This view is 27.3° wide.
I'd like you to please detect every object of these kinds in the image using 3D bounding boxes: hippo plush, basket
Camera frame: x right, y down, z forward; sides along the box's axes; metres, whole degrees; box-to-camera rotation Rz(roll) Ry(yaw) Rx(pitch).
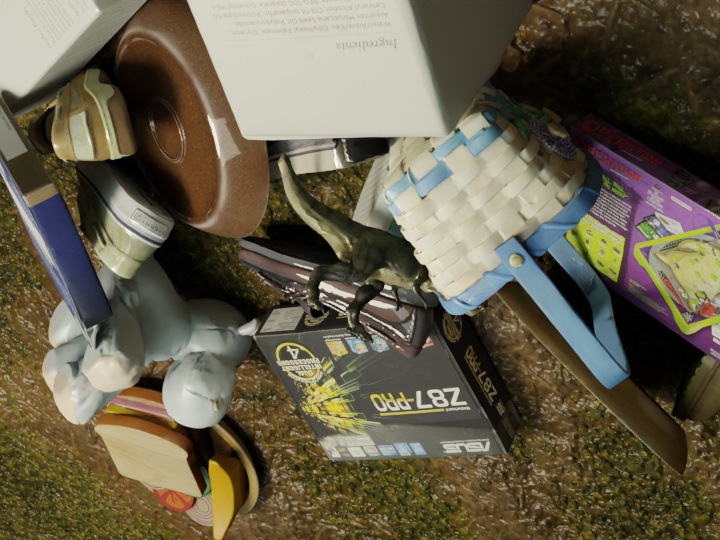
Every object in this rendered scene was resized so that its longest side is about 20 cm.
[{"bbox_3d":[-0.188,0.064,1.366,0.160,0.202,0.159,26,150,-29],"label":"hippo plush"},{"bbox_3d":[0.110,-0.024,1.006,0.139,0.177,0.201,-35,105,13],"label":"basket"}]

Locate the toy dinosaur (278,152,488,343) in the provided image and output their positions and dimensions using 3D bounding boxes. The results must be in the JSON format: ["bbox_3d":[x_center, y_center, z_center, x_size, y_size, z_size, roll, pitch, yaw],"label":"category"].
[{"bbox_3d":[0.000,0.000,1.119,0.199,0.089,0.047,31,172,-22],"label":"toy dinosaur"}]

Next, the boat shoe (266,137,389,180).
[{"bbox_3d":[-0.059,-0.121,1.161,0.199,0.074,0.094,-5,100,47],"label":"boat shoe"}]

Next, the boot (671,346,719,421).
[{"bbox_3d":[0.348,0.092,1.098,0.199,0.066,0.176,26,139,6],"label":"boot"}]

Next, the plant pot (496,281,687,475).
[{"bbox_3d":[0.181,0.075,1.129,0.027,0.200,0.200,-45,102,6],"label":"plant pot"}]

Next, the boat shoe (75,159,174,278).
[{"bbox_3d":[-0.210,-0.052,1.240,0.072,0.062,0.200,35,-177,-25],"label":"boat shoe"}]

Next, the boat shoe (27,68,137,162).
[{"bbox_3d":[-0.229,-0.120,1.185,0.200,0.075,0.072,-156,49,-75],"label":"boat shoe"}]

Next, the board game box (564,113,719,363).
[{"bbox_3d":[0.223,-0.014,1.047,0.200,0.032,0.121,38,148,31],"label":"board game box"}]

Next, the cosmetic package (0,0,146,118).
[{"bbox_3d":[-0.253,-0.207,1.174,0.199,0.074,0.102,-30,93,48],"label":"cosmetic package"}]

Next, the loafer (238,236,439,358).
[{"bbox_3d":[-0.026,0.020,1.236,0.199,0.072,0.064,16,99,32],"label":"loafer"}]

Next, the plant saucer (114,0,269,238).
[{"bbox_3d":[-0.141,-0.115,1.167,0.200,0.034,0.202,39,142,39],"label":"plant saucer"}]

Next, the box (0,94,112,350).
[{"bbox_3d":[-0.256,-0.035,1.221,0.121,0.032,0.201,52,162,37],"label":"box"}]

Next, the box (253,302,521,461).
[{"bbox_3d":[0.023,0.096,1.320,0.198,0.049,0.162,-7,128,35],"label":"box"}]

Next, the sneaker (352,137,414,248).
[{"bbox_3d":[0.054,-0.072,1.138,0.081,0.074,0.201,12,139,-14],"label":"sneaker"}]

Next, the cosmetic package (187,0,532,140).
[{"bbox_3d":[-0.008,-0.211,0.957,0.164,0.165,0.201,3,130,31],"label":"cosmetic package"}]

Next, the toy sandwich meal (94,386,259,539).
[{"bbox_3d":[-0.196,0.203,1.545,0.203,0.070,0.206,18,137,17],"label":"toy sandwich meal"}]
